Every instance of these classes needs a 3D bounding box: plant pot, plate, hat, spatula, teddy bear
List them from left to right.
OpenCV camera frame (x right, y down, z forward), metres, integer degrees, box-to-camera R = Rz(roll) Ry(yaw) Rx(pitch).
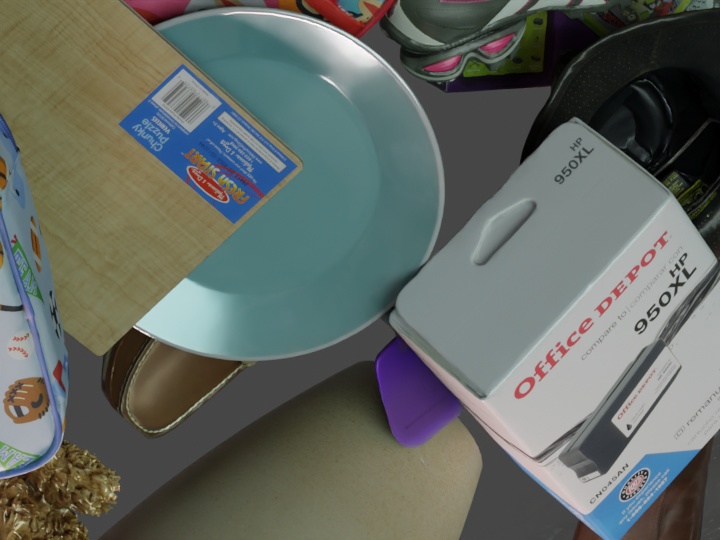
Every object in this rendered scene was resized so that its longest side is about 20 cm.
[{"bbox_3d":[-0.182,0.131,1.319,0.067,0.200,0.145,-11,141,-53],"label":"teddy bear"},{"bbox_3d":[-0.057,-0.045,1.293,0.198,0.026,0.202,0,120,0],"label":"plate"},{"bbox_3d":[-0.029,0.151,1.400,0.200,0.187,0.188,-49,123,-22],"label":"plant pot"},{"bbox_3d":[0.000,0.000,1.349,0.056,0.020,0.201,-37,105,-37],"label":"spatula"},{"bbox_3d":[0.152,-0.079,1.431,0.199,0.081,0.202,-18,132,-21],"label":"hat"}]

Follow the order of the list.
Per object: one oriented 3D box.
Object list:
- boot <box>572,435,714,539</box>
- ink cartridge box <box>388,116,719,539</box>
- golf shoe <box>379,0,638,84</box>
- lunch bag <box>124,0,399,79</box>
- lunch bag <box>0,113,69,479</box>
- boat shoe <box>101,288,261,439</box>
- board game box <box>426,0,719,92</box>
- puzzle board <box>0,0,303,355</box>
[{"bbox_3d":[0.143,0.106,1.532,0.185,0.064,0.201,5,109,-27],"label":"boot"},{"bbox_3d":[0.122,0.036,1.360,0.145,0.084,0.200,-47,143,-3],"label":"ink cartridge box"},{"bbox_3d":[0.099,-0.174,1.351,0.199,0.077,0.088,-32,146,-16],"label":"golf shoe"},{"bbox_3d":[-0.078,-0.176,1.263,0.176,0.082,0.200,-35,126,24],"label":"lunch bag"},{"bbox_3d":[-0.228,0.012,1.221,0.159,0.076,0.201,-11,113,3],"label":"lunch bag"},{"bbox_3d":[-0.060,0.005,1.377,0.076,0.074,0.200,40,86,-33],"label":"boat shoe"},{"bbox_3d":[0.132,-0.166,1.447,0.199,0.032,0.121,-5,113,-27],"label":"board game box"},{"bbox_3d":[-0.148,-0.065,1.248,0.151,0.017,0.200,-42,117,16],"label":"puzzle board"}]
